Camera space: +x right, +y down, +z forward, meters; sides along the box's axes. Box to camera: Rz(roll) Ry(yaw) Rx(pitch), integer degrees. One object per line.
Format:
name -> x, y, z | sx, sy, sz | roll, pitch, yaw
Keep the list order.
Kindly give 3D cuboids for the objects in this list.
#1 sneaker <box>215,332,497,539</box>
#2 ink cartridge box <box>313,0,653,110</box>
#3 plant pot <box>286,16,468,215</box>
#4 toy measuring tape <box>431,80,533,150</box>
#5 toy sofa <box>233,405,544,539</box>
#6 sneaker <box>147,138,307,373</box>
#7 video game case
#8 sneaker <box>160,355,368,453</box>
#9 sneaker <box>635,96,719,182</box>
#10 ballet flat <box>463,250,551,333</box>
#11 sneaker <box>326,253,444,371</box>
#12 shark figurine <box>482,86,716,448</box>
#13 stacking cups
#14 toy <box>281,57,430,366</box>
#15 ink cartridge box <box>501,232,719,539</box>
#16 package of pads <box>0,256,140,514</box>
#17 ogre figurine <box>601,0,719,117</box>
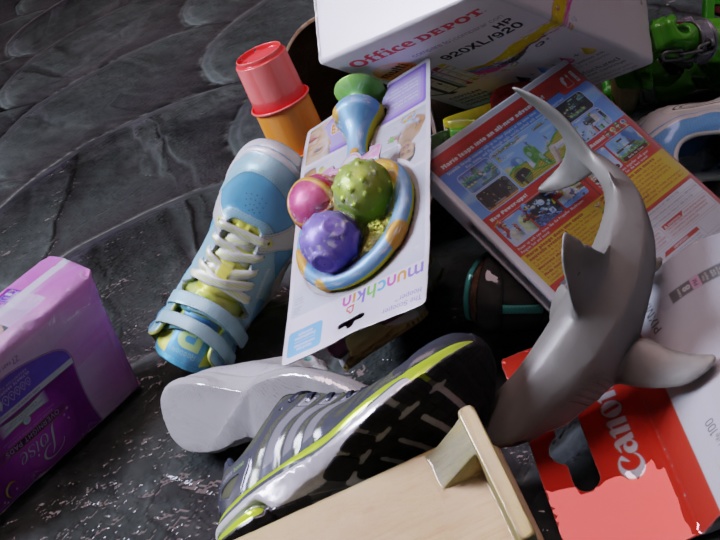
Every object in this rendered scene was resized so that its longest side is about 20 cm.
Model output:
sneaker -> -0.012, 0.092, 0.710 | 0.200, 0.074, 0.081 | -37, 41, 15
ink cartridge box -> 0.083, -0.209, 0.877 | 0.147, 0.145, 0.200 | -16, -18, 42
plant pot -> 0.065, -0.146, 1.063 | 0.200, 0.187, 0.187 | -25, 23, -37
toy measuring tape -> 0.082, -0.085, 0.871 | 0.200, 0.074, 0.074 | -20, 25, -17
toy sofa -> -0.004, 0.162, 0.655 | 0.200, 0.098, 0.083 | -24, 52, -1
sneaker -> -0.096, 0.004, 0.923 | 0.079, 0.200, 0.131 | 27, 51, 5
video game case -> 0.151, -0.034, 0.801 | 0.143, 0.017, 0.200 | -36, 71, -23
sneaker -> -0.036, 0.084, 0.825 | 0.200, 0.075, 0.088 | 4, 19, 39
sneaker -> 0.289, -0.106, 0.919 | 0.200, 0.072, 0.073 | -24, 55, -10
ballet flat -> 0.125, -0.012, 0.866 | 0.068, 0.068, 0.200 | 4, 30, 17
sneaker -> 0.000, 0.000, 0.864 | 0.075, 0.090, 0.200 | -34, 6, 14
shark figurine -> 0.125, -0.012, 0.694 | 0.128, 0.089, 0.215 | -8, 57, 36
stacking cups -> -0.035, -0.081, 0.966 | 0.060, 0.200, 0.061 | -18, 25, 9
toy -> -0.012, -0.049, 0.796 | 0.115, 0.047, 0.200 | -26, 41, 34
ink cartridge box -> 0.185, 0.058, 0.673 | 0.200, 0.057, 0.163 | -17, 43, 3
package of pads -> -0.260, 0.094, 0.914 | 0.076, 0.121, 0.200 | 10, 41, 38
ogre figurine -> 0.263, -0.166, 0.982 | 0.120, 0.200, 0.098 | -8, 66, 1
